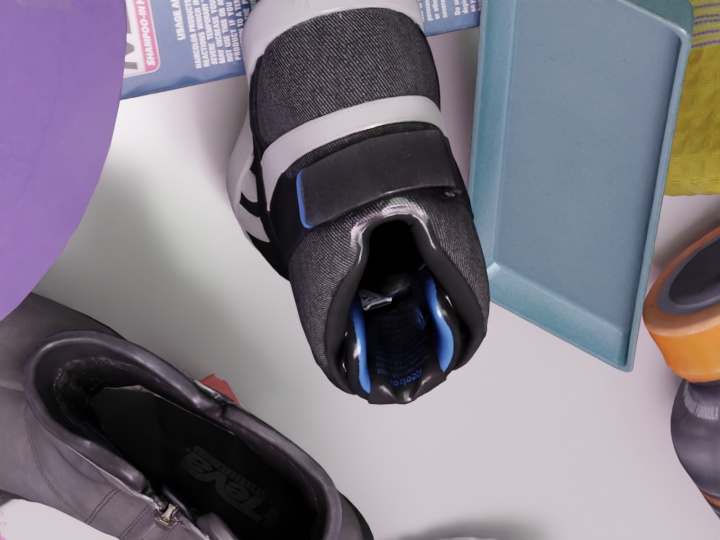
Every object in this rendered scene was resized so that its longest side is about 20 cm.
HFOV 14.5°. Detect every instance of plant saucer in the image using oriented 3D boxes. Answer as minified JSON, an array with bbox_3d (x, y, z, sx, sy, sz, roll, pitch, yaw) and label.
[{"bbox_3d":[0.069,-0.037,0.913,0.070,0.200,0.019,29,61,16],"label":"plant saucer"}]

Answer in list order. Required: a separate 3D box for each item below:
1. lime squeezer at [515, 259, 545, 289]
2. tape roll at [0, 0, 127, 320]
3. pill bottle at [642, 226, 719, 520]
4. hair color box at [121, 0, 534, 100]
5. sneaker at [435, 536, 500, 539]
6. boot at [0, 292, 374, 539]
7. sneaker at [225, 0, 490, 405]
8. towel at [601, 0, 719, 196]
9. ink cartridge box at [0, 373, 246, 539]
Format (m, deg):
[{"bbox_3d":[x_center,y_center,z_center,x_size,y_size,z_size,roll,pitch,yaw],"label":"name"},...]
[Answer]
[{"bbox_3d":[0.112,-0.084,0.983,0.200,0.038,0.071,-46,109,2],"label":"lime squeezer"},{"bbox_3d":[-0.174,-0.067,0.840,0.085,0.200,0.200,7,109,-60],"label":"tape roll"},{"bbox_3d":[0.180,0.073,1.005,0.106,0.106,0.200,-37,110,-1],"label":"pill bottle"},{"bbox_3d":[-0.008,-0.110,0.916,0.200,0.100,0.061,-12,110,-9],"label":"hair color box"},{"bbox_3d":[0.001,0.180,1.022,0.200,0.078,0.099,-41,134,-6],"label":"sneaker"},{"bbox_3d":[-0.085,0.041,0.879,0.200,0.132,0.070,22,78,13],"label":"boot"},{"bbox_3d":[0.000,0.000,0.890,0.073,0.200,0.112,-12,67,-1],"label":"sneaker"},{"bbox_3d":[0.152,-0.094,0.881,0.023,0.200,0.144,22,77,-36],"label":"towel"},{"bbox_3d":[-0.099,0.140,0.957,0.200,0.068,0.117,-32,73,-2],"label":"ink cartridge box"}]
